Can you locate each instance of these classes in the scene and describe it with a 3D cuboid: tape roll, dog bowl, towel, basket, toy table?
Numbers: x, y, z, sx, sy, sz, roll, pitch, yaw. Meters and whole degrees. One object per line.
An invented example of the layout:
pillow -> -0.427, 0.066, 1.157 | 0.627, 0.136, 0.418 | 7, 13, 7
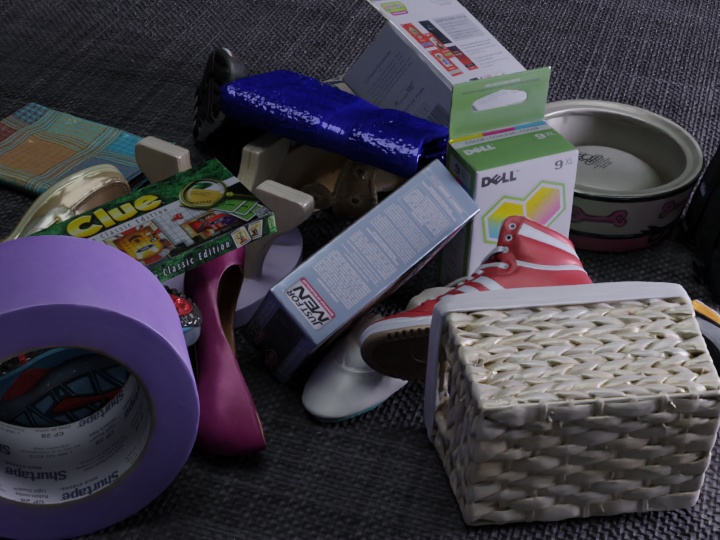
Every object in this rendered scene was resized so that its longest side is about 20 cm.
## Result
tape roll -> -0.214, 0.083, 0.924 | 0.197, 0.202, 0.085 | -6, 35, -14
dog bowl -> 0.237, -0.093, 1.334 | 0.197, 0.075, 0.201 | 2, 34, -1
towel -> -0.306, -0.119, 1.377 | 0.198, 0.022, 0.147 | 18, 36, 21
basket -> 0.155, 0.101, 0.990 | 0.197, 0.137, 0.124 | -3, 38, -7
towel -> -0.017, -0.138, 1.224 | 0.198, 0.050, 0.148 | 19, 12, 12
toy table -> -0.124, -0.038, 1.187 | 0.181, 0.118, 0.200 | 14, 34, 15

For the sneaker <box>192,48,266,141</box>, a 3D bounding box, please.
sneaker -> -0.104, -0.174, 1.367 | 0.114, 0.077, 0.200 | 5, -4, -14

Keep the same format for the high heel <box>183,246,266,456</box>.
high heel -> -0.095, 0.047, 1.053 | 0.095, 0.067, 0.203 | 6, 72, 18

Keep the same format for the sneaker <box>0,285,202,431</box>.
sneaker -> -0.211, 0.076, 1.022 | 0.197, 0.096, 0.080 | -18, 34, -4

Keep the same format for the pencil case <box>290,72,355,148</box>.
pencil case -> -0.009, -0.173, 1.402 | 0.077, 0.090, 0.200 | -17, 12, 31

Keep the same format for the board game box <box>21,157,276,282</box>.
board game box -> -0.175, -0.023, 1.041 | 0.198, 0.024, 0.105 | -26, 39, -22

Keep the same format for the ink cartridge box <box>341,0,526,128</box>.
ink cartridge box -> 0.075, -0.205, 1.372 | 0.176, 0.084, 0.200 | 47, 28, 10

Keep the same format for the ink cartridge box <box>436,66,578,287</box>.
ink cartridge box -> 0.129, -0.067, 1.172 | 0.103, 0.202, 0.059 | -13, 36, -22

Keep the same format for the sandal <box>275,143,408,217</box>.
sandal -> 0.006, -0.087, 1.305 | 0.209, 0.079, 0.070 | -12, 34, -31

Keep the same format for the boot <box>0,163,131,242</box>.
boot -> -0.237, 0.006, 1.128 | 0.154, 0.073, 0.200 | 30, 61, 33

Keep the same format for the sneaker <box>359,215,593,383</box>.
sneaker -> 0.090, 0.021, 1.072 | 0.197, 0.072, 0.113 | -6, 51, -8

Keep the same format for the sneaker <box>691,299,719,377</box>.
sneaker -> 0.215, 0.063, 1.111 | 0.197, 0.079, 0.078 | 9, 47, 15

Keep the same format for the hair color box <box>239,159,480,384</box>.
hair color box -> 0.000, 0.000, 1.110 | 0.199, 0.099, 0.061 | -38, 84, -29

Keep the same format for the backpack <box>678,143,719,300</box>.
backpack -> 0.389, -0.089, 1.227 | 0.151, 0.202, 0.164 | 3, 33, -1

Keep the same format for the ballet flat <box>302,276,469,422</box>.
ballet flat -> 0.031, 0.055, 1.106 | 0.199, 0.070, 0.069 | -25, 43, -34
